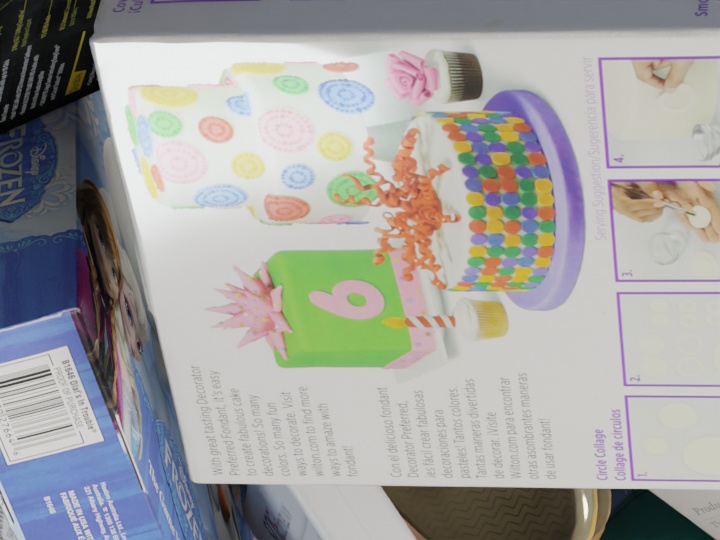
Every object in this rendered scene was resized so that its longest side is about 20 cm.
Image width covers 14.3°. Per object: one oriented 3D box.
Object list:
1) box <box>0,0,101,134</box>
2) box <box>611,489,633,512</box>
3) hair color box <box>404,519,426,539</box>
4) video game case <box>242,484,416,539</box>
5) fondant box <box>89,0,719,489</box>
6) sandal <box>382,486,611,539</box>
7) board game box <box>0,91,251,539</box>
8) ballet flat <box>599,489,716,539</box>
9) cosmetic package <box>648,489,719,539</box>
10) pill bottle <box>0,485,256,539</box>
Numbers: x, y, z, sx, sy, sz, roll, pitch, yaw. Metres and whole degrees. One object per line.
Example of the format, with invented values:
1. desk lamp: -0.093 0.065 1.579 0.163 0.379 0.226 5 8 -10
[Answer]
1. box: -0.073 -0.091 0.695 0.049 0.159 0.200 63 163 10
2. box: 0.091 0.085 0.965 0.119 0.200 0.042 -3 125 1
3. hair color box: 0.000 0.000 0.887 0.100 0.060 0.200 3 118 42
4. video game case: 0.029 0.135 0.802 0.200 0.024 0.182 56 170 8
5. fondant box: 0.050 -0.016 0.663 0.200 0.058 0.144 -1 134 9
6. sandal: -0.009 0.010 0.816 0.080 0.054 0.200 -34 93 43
7. board game box: -0.074 0.031 0.852 0.199 0.043 0.200 -100 -5 -52
8. ballet flat: 0.115 0.083 0.875 0.067 0.200 0.071 5 130 29
9. cosmetic package: 0.092 -0.006 0.775 0.200 0.081 0.113 39 141 -17
10. pill bottle: -0.081 0.070 1.050 0.200 0.120 0.120 29 167 23
